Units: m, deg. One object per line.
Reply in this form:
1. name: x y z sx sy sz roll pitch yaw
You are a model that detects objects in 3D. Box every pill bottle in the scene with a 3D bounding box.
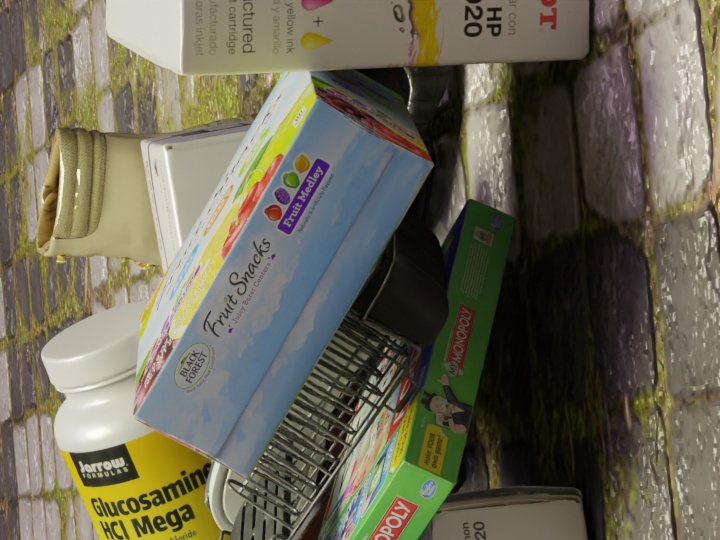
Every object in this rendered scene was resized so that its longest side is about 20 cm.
1. pill bottle: -0.135 0.127 1.897 0.200 0.112 0.112 68 169 -16

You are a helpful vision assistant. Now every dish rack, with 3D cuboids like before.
1. dish rack: -0.025 0.064 1.396 0.200 0.055 0.153 -56 9 14

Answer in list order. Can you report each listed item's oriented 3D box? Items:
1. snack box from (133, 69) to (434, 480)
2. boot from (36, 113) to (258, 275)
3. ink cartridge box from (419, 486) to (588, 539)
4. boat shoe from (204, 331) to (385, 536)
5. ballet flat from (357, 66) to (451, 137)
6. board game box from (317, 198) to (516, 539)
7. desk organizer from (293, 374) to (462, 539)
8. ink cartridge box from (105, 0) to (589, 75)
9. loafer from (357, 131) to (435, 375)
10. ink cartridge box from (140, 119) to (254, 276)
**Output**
1. snack box: -0.040 -0.011 1.344 0.169 0.068 0.200 -60 8 8
2. boot: -0.141 -0.013 1.919 0.073 0.155 0.200 -113 25 -49
3. ink cartridge box: 0.052 0.197 1.424 0.200 0.085 0.146 131 133 -70
4. boat shoe: -0.030 0.045 1.503 0.062 0.075 0.200 -132 58 -71
5. ballet flat: -0.014 -0.068 1.508 0.200 0.066 0.057 -55 -17 4
6. board game box: 0.023 0.074 1.402 0.200 0.029 0.135 -73 10 -51
7. desk organizer: -0.009 0.124 1.630 0.200 0.077 0.072 121 143 -63
8. ink cartridge box: -0.007 -0.174 1.346 0.145 0.200 0.147 -148 57 -68
9. loafer: 0.000 0.000 1.586 0.070 0.068 0.201 37 127 42
10. ink cartridge box: -0.078 -0.015 1.760 0.200 0.084 0.146 -158 58 -81
